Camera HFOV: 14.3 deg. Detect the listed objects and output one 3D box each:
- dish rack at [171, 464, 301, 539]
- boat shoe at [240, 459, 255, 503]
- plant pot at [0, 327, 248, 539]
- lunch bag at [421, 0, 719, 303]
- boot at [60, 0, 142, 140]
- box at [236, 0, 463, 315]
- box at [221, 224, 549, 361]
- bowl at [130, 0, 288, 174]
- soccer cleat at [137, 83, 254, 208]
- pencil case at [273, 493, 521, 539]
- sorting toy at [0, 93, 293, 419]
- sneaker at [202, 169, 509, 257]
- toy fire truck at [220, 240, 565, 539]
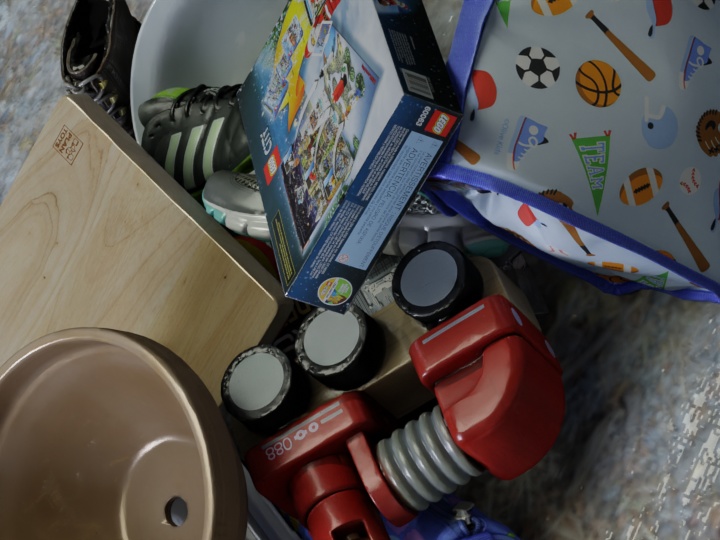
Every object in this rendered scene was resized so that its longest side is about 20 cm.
[{"bbox_3d":[-0.134,0.172,1.701,0.172,0.044,0.200,-40,81,19],"label":"dish rack"},{"bbox_3d":[-0.078,0.209,1.744,0.074,0.066,0.200,-4,93,21],"label":"boat shoe"},{"bbox_3d":[-0.130,0.133,1.611,0.201,0.093,0.201,-4,83,37],"label":"plant pot"},{"bbox_3d":[0.124,-0.092,1.563,0.124,0.200,0.170,2,73,51],"label":"lunch bag"},{"bbox_3d":[-0.158,-0.083,1.914,0.069,0.174,0.200,-10,57,15],"label":"boot"},{"bbox_3d":[-0.010,-0.090,1.558,0.137,0.038,0.200,-60,26,28],"label":"box"},{"bbox_3d":[0.000,0.000,1.734,0.200,0.050,0.158,-32,75,36],"label":"box"},{"bbox_3d":[-0.046,-0.112,1.842,0.201,0.090,0.201,5,99,36],"label":"bowl"},{"bbox_3d":[-0.090,-0.087,1.778,0.200,0.068,0.081,-34,88,38],"label":"soccer cleat"},{"bbox_3d":[0.020,0.147,1.652,0.200,0.078,0.087,34,125,53],"label":"pencil case"},{"bbox_3d":[-0.140,0.026,1.766,0.199,0.070,0.200,44,120,21],"label":"sorting toy"},{"bbox_3d":[0.000,-0.056,1.659,0.200,0.078,0.091,5,90,29],"label":"sneaker"},{"bbox_3d":[0.028,0.103,1.552,0.176,0.129,0.200,-31,55,12],"label":"toy fire truck"}]
